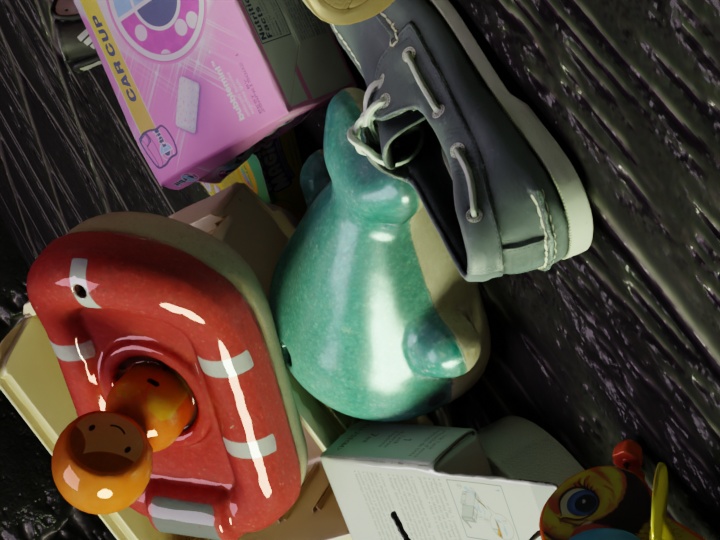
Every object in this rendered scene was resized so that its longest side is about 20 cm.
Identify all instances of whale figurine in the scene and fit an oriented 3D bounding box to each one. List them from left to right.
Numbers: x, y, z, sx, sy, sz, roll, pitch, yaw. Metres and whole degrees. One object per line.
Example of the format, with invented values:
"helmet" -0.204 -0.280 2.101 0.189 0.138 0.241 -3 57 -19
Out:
"whale figurine" 0.000 0.000 0.864 0.160 0.103 0.201 55 166 31

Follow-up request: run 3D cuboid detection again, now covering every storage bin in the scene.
"storage bin" -0.093 0.074 1.008 0.199 0.094 0.199 -22 111 39

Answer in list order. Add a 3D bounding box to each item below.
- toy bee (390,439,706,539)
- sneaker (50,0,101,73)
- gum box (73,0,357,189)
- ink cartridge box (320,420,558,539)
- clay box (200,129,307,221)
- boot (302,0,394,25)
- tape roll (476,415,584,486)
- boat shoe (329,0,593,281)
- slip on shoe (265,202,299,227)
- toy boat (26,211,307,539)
"toy bee" 0.117 0.122 0.724 0.199 0.109 0.132 33 146 15
"sneaker" -0.124 -0.145 1.034 0.200 0.114 0.076 35 148 61
"gum box" -0.094 -0.154 0.917 0.113 0.066 0.202 -24 92 41
"ink cartridge box" 0.078 0.179 0.880 0.172 0.043 0.202 -1 116 47
"clay box" -0.088 -0.092 1.126 0.200 0.047 0.116 47 159 42
"boot" -0.043 -0.216 0.725 0.155 0.072 0.202 36 147 59
"tape roll" 0.111 0.177 0.913 0.204 0.037 0.204 56 163 27
"boat shoe" 0.026 -0.072 0.745 0.201 0.061 0.073 54 162 34
"slip on shoe" -0.027 0.052 1.062 0.074 0.061 0.201 -8 124 48
"toy boat" -0.114 0.073 0.867 0.129 0.131 0.202 3 124 27
